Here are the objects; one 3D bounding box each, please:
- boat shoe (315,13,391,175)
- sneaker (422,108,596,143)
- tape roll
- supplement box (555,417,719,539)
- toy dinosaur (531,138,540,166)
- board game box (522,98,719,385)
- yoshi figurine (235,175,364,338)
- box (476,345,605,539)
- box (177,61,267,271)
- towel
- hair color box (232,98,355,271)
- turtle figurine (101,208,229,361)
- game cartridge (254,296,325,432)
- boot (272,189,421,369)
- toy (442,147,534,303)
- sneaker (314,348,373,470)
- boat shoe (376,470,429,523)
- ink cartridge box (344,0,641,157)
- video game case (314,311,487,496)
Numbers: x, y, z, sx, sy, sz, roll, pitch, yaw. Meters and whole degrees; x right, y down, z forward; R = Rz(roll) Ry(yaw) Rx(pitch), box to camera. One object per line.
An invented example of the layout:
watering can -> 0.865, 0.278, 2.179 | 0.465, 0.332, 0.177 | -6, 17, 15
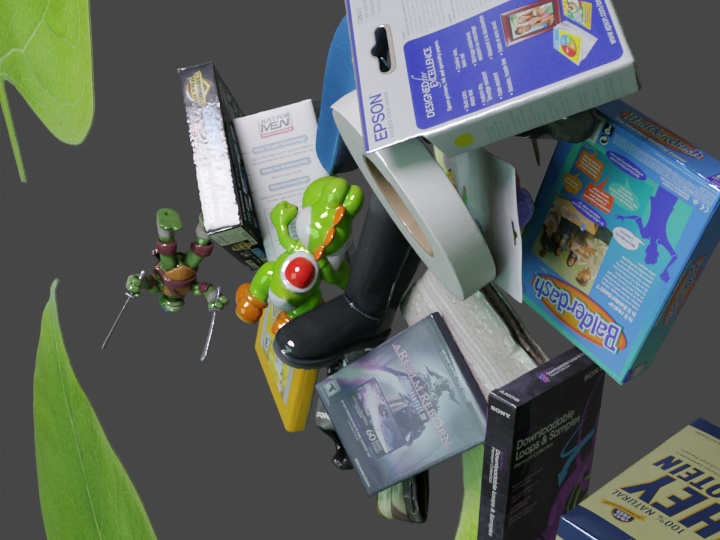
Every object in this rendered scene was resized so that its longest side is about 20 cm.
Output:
boat shoe -> 0.001, -0.195, 0.931 | 0.085, 0.068, 0.201 | 63, 148, 31
sneaker -> 0.096, -0.133, 0.719 | 0.199, 0.091, 0.067 | 32, 170, 35
tape roll -> 0.045, -0.066, 0.755 | 0.204, 0.037, 0.203 | 56, 178, 2
supplement box -> 0.254, 0.262, 0.688 | 0.134, 0.199, 0.202 | 29, 126, 41
toy dinosaur -> 0.106, -0.178, 0.823 | 0.199, 0.060, 0.107 | 25, 136, 47
board game box -> 0.215, -0.027, 0.743 | 0.152, 0.045, 0.201 | 44, 134, 33
yoshi figurine -> -0.057, -0.025, 0.977 | 0.112, 0.112, 0.201 | 50, 118, 32
box -> 0.168, 0.180, 0.811 | 0.036, 0.142, 0.202 | 22, 122, 42
box -> -0.156, -0.118, 1.054 | 0.199, 0.049, 0.202 | 66, -169, -77
towel -> 0.119, 0.079, 0.919 | 0.201, 0.034, 0.133 | 56, 140, 20
hair color box -> -0.075, -0.092, 1.034 | 0.098, 0.061, 0.202 | -12, 97, 10
turtle figurine -> -0.267, 0.019, 1.300 | 0.143, 0.200, 0.195 | 21, 124, 4
game cartridge -> -0.095, 0.080, 1.149 | 0.177, 0.032, 0.201 | -120, 33, -47
boot -> 0.001, 0.000, 0.909 | 0.066, 0.164, 0.201 | 43, 127, 26
toy -> 0.121, -0.062, 0.788 | 0.200, 0.047, 0.116 | -130, 30, -67
sneaker -> -0.020, 0.157, 1.082 | 0.066, 0.090, 0.202 | -3, 102, 51
boat shoe -> 0.064, 0.200, 1.021 | 0.064, 0.073, 0.202 | 11, 107, 20
ink cartridge box -> 0.092, -0.184, 0.675 | 0.198, 0.047, 0.199 | -18, 55, 17
video game case -> 0.045, 0.152, 0.963 | 0.200, 0.019, 0.144 | -35, 77, 38
